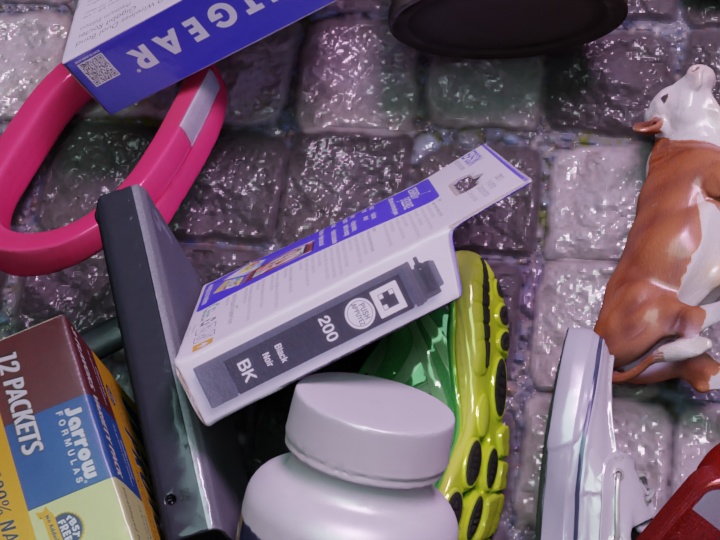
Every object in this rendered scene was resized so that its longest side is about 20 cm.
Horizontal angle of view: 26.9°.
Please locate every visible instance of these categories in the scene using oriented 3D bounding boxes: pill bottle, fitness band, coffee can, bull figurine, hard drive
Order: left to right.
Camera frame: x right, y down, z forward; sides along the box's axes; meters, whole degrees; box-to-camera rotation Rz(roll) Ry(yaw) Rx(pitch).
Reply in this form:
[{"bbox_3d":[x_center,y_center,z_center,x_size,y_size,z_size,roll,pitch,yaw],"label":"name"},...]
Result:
[{"bbox_3d":[-0.163,-0.076,0.940,0.142,0.038,0.201,2,50,30],"label":"fitness band"},{"bbox_3d":[-0.099,0.070,0.842,0.033,0.140,0.202,-17,65,2],"label":"hard drive"},{"bbox_3d":[-0.012,0.160,0.759,0.110,0.111,0.202,15,104,14],"label":"pill bottle"},{"bbox_3d":[0.086,-0.249,0.926,0.144,0.146,0.203,-3,80,7],"label":"coffee can"},{"bbox_3d":[0.198,-0.022,0.872,0.121,0.065,0.202,7,72,47],"label":"bull figurine"}]

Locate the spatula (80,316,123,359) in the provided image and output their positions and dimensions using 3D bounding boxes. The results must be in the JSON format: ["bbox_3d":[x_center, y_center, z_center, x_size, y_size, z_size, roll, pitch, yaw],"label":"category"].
[{"bbox_3d":[-0.214,0.077,0.911,0.199,0.021,0.057,-30,65,10],"label":"spatula"}]

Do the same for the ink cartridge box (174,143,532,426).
[{"bbox_3d":[0.000,0.000,0.823,0.198,0.198,0.044,-28,100,4],"label":"ink cartridge box"}]

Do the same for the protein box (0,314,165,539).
[{"bbox_3d":[-0.200,0.153,0.788,0.198,0.199,0.136,-22,65,-3],"label":"protein box"}]

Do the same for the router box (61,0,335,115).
[{"bbox_3d":[-0.081,-0.208,0.934,0.198,0.049,0.181,-23,40,23],"label":"router box"}]

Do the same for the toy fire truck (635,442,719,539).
[{"bbox_3d":[0.207,0.194,0.756,0.199,0.112,0.168,38,103,-8],"label":"toy fire truck"}]

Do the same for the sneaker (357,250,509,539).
[{"bbox_3d":[0.039,0.089,0.862,0.083,0.074,0.202,-6,64,29],"label":"sneaker"}]

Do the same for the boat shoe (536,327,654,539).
[{"bbox_3d":[0.130,0.134,0.826,0.066,0.074,0.203,7,80,6],"label":"boat shoe"}]
